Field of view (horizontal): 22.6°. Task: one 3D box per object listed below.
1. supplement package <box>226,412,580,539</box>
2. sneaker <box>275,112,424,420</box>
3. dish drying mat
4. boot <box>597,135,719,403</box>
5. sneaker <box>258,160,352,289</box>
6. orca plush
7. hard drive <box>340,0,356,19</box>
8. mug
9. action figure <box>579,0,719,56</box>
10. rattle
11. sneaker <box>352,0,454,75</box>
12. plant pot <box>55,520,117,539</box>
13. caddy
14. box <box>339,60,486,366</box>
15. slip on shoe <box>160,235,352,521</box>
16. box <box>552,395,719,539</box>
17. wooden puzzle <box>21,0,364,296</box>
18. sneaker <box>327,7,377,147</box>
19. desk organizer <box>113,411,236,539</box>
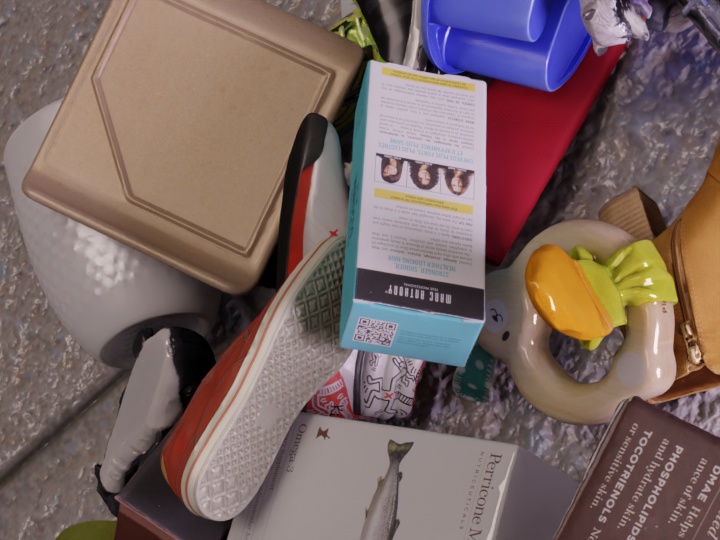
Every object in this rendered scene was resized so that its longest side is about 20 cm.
[{"bbox_3d":[0.030,0.167,1.129,0.199,0.117,0.118,4,70,37],"label":"supplement package"},{"bbox_3d":[0.000,0.001,1.202,0.067,0.107,0.204,165,109,-79],"label":"sneaker"},{"bbox_3d":[0.107,-0.093,1.214,0.076,0.018,0.201,18,63,30],"label":"dish drying mat"},{"bbox_3d":[0.242,-0.011,1.092,0.200,0.071,0.145,-31,60,28],"label":"boot"},{"bbox_3d":[-0.002,-0.043,1.277,0.198,0.074,0.089,-14,61,19],"label":"sneaker"},{"bbox_3d":[-0.131,0.112,1.281,0.106,0.070,0.201,-110,33,-49],"label":"orca plush"},{"bbox_3d":[0.071,-0.268,1.349,0.199,0.027,0.133,-19,61,29],"label":"hard drive"},{"bbox_3d":[-0.152,-0.033,1.344,0.198,0.148,0.177,-19,67,-1],"label":"mug"},{"bbox_3d":[0.226,-0.183,1.116,0.192,0.105,0.201,-27,74,-6],"label":"action figure"},{"bbox_3d":[0.084,0.041,1.102,0.199,0.142,0.131,-2,106,43],"label":"rattle"},{"bbox_3d":[0.024,-0.190,1.251,0.082,0.072,0.202,6,88,19],"label":"sneaker"},{"bbox_3d":[-0.179,0.279,1.211,0.186,0.187,0.201,-18,45,29],"label":"plant pot"},{"bbox_3d":[0.108,-0.218,1.195,0.104,0.142,0.201,22,74,26],"label":"caddy"},{"bbox_3d":[0.035,-0.039,1.132,0.081,0.049,0.201,10,51,-7],"label":"box"},{"bbox_3d":[-0.061,0.061,1.130,0.061,0.074,0.201,18,71,46],"label":"slip on shoe"},{"bbox_3d":[0.213,0.196,0.950,0.199,0.166,0.165,25,85,40],"label":"box"},{"bbox_3d":[-0.117,-0.104,1.266,0.184,0.037,0.201,25,81,9],"label":"wooden puzzle"},{"bbox_3d":[0.006,-0.155,1.304,0.200,0.076,0.076,-44,69,17],"label":"sneaker"},{"bbox_3d":[-0.085,0.122,1.225,0.071,0.077,0.200,31,53,10],"label":"desk organizer"}]
